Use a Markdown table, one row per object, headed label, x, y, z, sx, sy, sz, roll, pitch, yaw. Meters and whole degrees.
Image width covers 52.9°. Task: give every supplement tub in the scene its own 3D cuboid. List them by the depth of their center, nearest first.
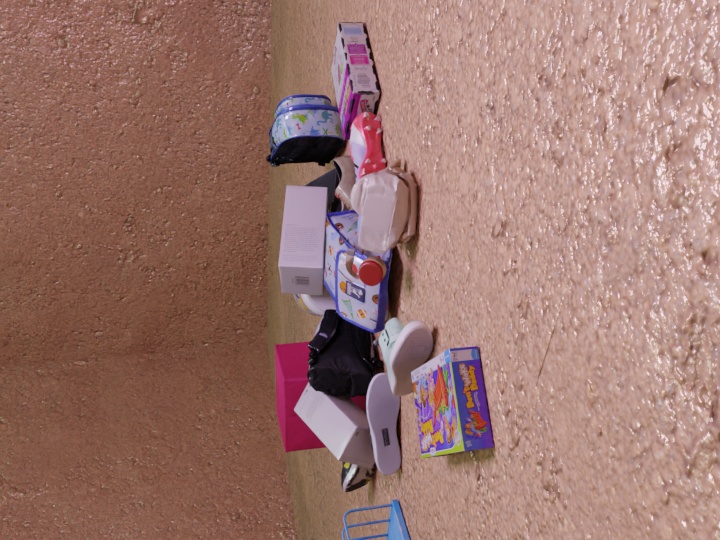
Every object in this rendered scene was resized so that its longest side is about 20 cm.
| label | x | y | z | sx | sy | sz | roll | pitch | yaw |
| --- | --- | --- | --- | --- | --- | --- | --- | --- | --- |
| supplement tub | -0.083 | 0.037 | 1.741 | 0.200 | 0.141 | 0.148 | 167 | 100 | -77 |

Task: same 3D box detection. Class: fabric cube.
| label | x | y | z | sx | sy | sz | roll | pitch | yaw |
| --- | --- | --- | --- | --- | --- | --- | --- | --- | --- |
| fabric cube | -0.102 | 0.299 | 1.774 | 0.197 | 0.195 | 0.205 | -122 | 31 | -66 |

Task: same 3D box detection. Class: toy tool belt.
| label | x | y | z | sx | sy | sz | roll | pitch | yaw |
| --- | --- | --- | --- | --- | --- | --- | --- | --- | --- |
| toy tool belt | 0.043 | -0.086 | 1.272 | 0.123 | 0.122 | 0.204 | -50 | -31 | -62 |

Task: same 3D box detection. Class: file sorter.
| label | x | y | z | sx | sy | sz | roll | pitch | yaw |
| --- | --- | --- | --- | --- | --- | --- | --- | --- | --- |
| file sorter | 0.026 | 0.588 | 1.446 | 0.140 | 0.120 | 0.204 | -111 | 21 | -54 |

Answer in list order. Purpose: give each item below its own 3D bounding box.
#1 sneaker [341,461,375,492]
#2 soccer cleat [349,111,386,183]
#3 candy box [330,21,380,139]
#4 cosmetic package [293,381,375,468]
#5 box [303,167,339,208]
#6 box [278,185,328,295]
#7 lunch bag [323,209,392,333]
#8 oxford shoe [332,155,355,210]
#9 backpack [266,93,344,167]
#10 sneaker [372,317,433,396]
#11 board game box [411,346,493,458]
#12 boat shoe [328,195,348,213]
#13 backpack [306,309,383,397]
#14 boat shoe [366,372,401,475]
| label | x | y | z | sx | sy | sz | roll | pitch | yaw |
| --- | --- | --- | --- | --- | --- | --- | --- | --- | --- |
| sneaker | -0.009 | 0.418 | 1.644 | 0.085 | 0.073 | 0.203 | 49 | 135 | 42 |
| soccer cleat | 0.010 | -0.214 | 1.421 | 0.076 | 0.065 | 0.205 | -30 | 58 | 55 |
| candy box | -0.013 | -0.395 | 1.509 | 0.137 | 0.060 | 0.204 | 107 | 155 | -58 |
| cosmetic package | -0.043 | 0.325 | 1.547 | 0.086 | 0.107 | 0.199 | -59 | 39 | 4 |
| box | -0.113 | -0.129 | 1.775 | 0.198 | 0.047 | 0.197 | -20 | 59 | 46 |
| box | -0.122 | -0.066 | 1.584 | 0.125 | 0.095 | 0.204 | 94 | 178 | -61 |
| lunch bag | 0.000 | 0.000 | 1.427 | 0.201 | 0.121 | 0.173 | -125 | 31 | -48 |
| oxford shoe | -0.019 | -0.152 | 1.559 | 0.071 | 0.073 | 0.204 | 120 | 143 | -66 |
| backpack | -0.134 | -0.352 | 1.792 | 0.200 | 0.179 | 0.151 | 157 | 108 | -71 |
| sneaker | 0.066 | 0.118 | 1.243 | 0.202 | 0.072 | 0.120 | 99 | 156 | -52 |
| board game box | 0.129 | 0.199 | 1.060 | 0.200 | 0.044 | 0.138 | 124 | 141 | -69 |
| boat shoe | -0.039 | -0.103 | 1.593 | 0.067 | 0.071 | 0.203 | -40 | 31 | 34 |
| backpack | -0.044 | 0.178 | 1.586 | 0.202 | 0.163 | 0.128 | -90 | 16 | -53 |
| boat shoe | 0.044 | 0.298 | 1.432 | 0.066 | 0.068 | 0.205 | -156 | 56 | -74 |
